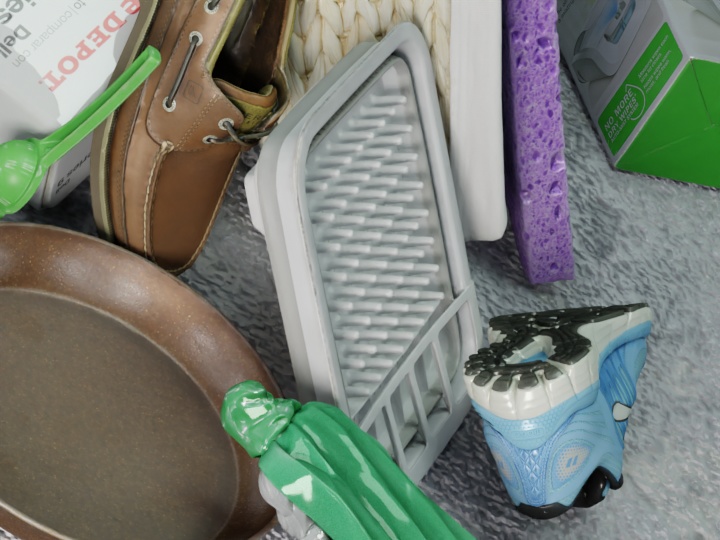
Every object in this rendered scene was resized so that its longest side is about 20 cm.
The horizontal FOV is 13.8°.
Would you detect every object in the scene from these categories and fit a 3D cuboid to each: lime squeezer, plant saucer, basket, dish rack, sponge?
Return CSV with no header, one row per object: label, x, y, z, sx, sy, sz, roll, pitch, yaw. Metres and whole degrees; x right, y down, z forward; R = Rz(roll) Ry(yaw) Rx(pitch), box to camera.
lime squeezer,-0.177,-0.052,1.344,0.199,0.071,0.038,-14,28,6
plant saucer,-0.122,0.061,1.305,0.199,0.035,0.201,23,34,-17
basket,0.006,-0.125,1.480,0.122,0.201,0.136,-4,39,-1
dish rack,0.000,0.000,1.380,0.043,0.201,0.172,0,25,24
sponge,0.086,-0.104,1.549,0.030,0.201,0.112,-7,40,-1

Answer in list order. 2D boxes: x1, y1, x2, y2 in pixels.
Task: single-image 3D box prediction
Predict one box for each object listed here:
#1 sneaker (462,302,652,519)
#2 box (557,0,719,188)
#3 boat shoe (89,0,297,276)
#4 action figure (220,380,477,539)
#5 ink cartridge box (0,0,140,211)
sneaker,0.097,0.069,1.454,0.078,0.091,0.200,-5,10,20
box,0.224,-0.136,1.783,0.199,0.097,0.177,10,43,-30
boat shoe,-0.072,-0.082,1.370,0.068,0.201,0.072,23,24,31
action figure,0.012,0.124,1.289,0.200,0.055,0.118,49,33,-1
ink cartridge box,-0.176,-0.150,1.433,0.200,0.084,0.146,38,61,8
